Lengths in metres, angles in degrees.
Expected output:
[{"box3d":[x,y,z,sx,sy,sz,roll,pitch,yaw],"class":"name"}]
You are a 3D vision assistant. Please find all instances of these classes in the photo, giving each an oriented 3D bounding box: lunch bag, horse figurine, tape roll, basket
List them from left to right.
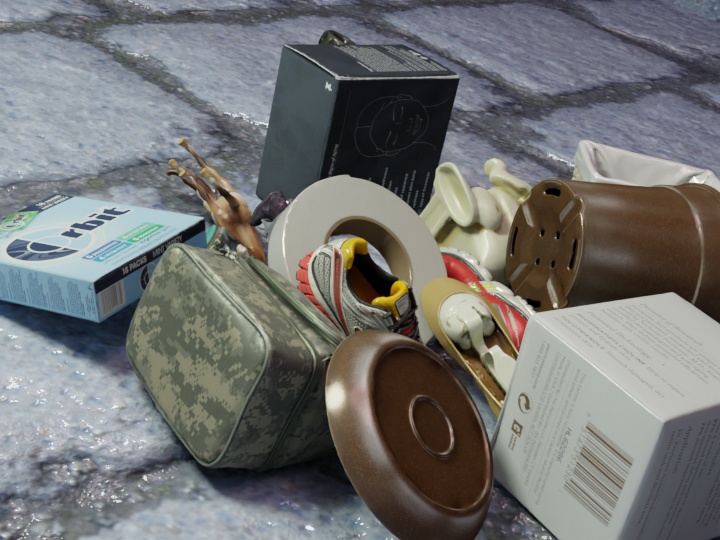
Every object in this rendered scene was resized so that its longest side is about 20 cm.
[{"box3d":[-0.162,-0.078,1.433,0.133,0.050,0.200,50,-3,-28],"class":"horse figurine"},{"box3d":[-0.090,0.076,1.119,0.167,0.141,0.200,14,21,-45],"class":"lunch bag"},{"box3d":[0.000,0.000,1.291,0.201,0.037,0.205,15,59,-27],"class":"tape roll"},{"box3d":[0.372,-0.074,1.665,0.197,0.125,0.136,13,25,-6],"class":"basket"}]

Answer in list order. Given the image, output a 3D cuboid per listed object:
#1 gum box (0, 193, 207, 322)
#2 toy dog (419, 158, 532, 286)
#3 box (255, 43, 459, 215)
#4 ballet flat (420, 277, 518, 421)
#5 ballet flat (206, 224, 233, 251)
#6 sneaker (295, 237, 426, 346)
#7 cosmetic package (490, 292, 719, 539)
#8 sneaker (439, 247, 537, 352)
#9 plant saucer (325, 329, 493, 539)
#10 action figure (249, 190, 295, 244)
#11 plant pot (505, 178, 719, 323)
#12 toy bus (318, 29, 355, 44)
[{"box3d":[-0.277,-0.017,1.226,0.198,0.045,0.170,10,27,28],"class":"gum box"},{"box3d":[0.177,-0.045,1.493,0.198,0.140,0.194,-10,48,-40],"class":"toy dog"},{"box3d":[-0.005,-0.166,1.558,0.195,0.202,0.124,-9,32,-40],"class":"box"},{"box3d":[0.125,0.074,1.234,0.068,0.063,0.201,-32,65,-10],"class":"ballet flat"},{"box3d":[-0.159,0.019,1.281,0.073,0.075,0.200,17,28,4],"class":"ballet flat"},{"box3d":[0.022,0.057,1.193,0.201,0.082,0.078,52,44,-7],"class":"sneaker"},{"box3d":[0.249,0.139,1.125,0.198,0.169,0.166,-6,32,-38],"class":"cosmetic package"},{"box3d":[0.111,0.040,1.363,0.084,0.078,0.199,-24,38,-30],"class":"sneaker"},{"box3d":[0.051,0.135,1.052,0.199,0.032,0.202,33,40,-33],"class":"plant saucer"},{"box3d":[-0.035,0.004,1.353,0.129,0.070,0.200,-3,46,-53],"class":"action figure"},{"box3d":[0.278,-0.010,1.381,0.196,0.202,0.201,7,26,-25],"class":"plant pot"},{"box3d":[0.002,-0.235,1.798,0.190,0.137,0.201,24,21,-12],"class":"toy bus"}]
